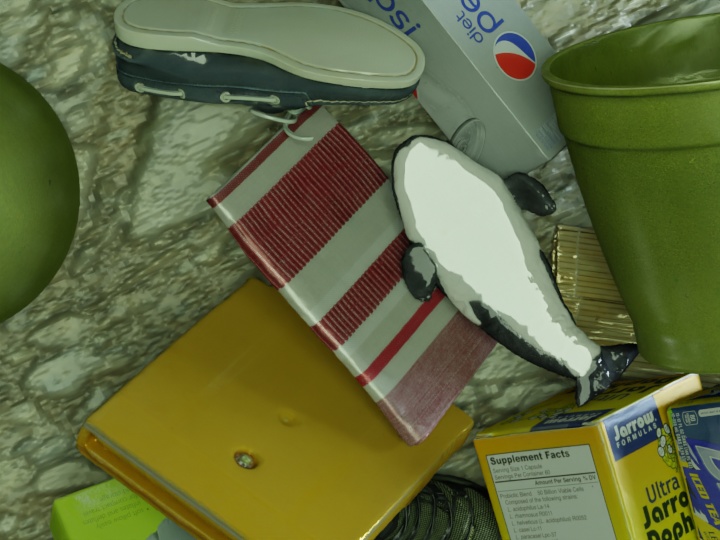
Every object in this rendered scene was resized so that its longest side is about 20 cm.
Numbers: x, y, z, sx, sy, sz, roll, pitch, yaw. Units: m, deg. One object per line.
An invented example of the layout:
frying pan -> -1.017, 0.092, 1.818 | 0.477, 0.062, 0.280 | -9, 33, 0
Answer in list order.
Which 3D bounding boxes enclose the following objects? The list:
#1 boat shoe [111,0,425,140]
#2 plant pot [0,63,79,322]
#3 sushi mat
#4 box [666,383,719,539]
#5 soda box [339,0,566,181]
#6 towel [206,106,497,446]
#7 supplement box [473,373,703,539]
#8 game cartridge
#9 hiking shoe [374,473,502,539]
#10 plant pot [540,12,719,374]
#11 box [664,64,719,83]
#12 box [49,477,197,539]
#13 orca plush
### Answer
boat shoe -> -0.059, -0.126, 1.629 | 0.200, 0.075, 0.062 | 6, 129, 4
plant pot -> -0.261, -0.042, 1.559 | 0.187, 0.200, 0.187 | -1, 95, -7
sushi mat -> 0.220, 0.029, 1.713 | 0.200, 0.012, 0.096 | 8, 92, -8
box -> 0.256, 0.169, 1.610 | 0.064, 0.070, 0.200 | -18, 95, -48
soda box -> 0.057, -0.151, 1.644 | 0.200, 0.068, 0.063 | 51, 54, -8
towel -> 0.000, 0.000, 1.633 | 0.200, 0.144, 0.023 | 50, 130, -6
supplement box -> 0.170, 0.178, 1.651 | 0.109, 0.109, 0.200 | -22, 99, -44
game cartridge -> -0.049, 0.101, 1.596 | 0.176, 0.200, 0.032 | 35, 130, 12
hiking shoe -> 0.020, 0.164, 1.655 | 0.200, 0.101, 0.076 | 14, 94, -7
plant pot -> 0.222, -0.045, 1.590 | 0.200, 0.200, 0.193 | -10, 105, -6
box -> 0.291, -0.100, 1.698 | 0.200, 0.039, 0.041 | 10, 94, -7
box -> -0.099, 0.215, 1.589 | 0.122, 0.048, 0.200 | -20, 69, -17
orca plush -> 0.096, -0.005, 1.657 | 0.200, 0.071, 0.105 | 36, 93, 4
